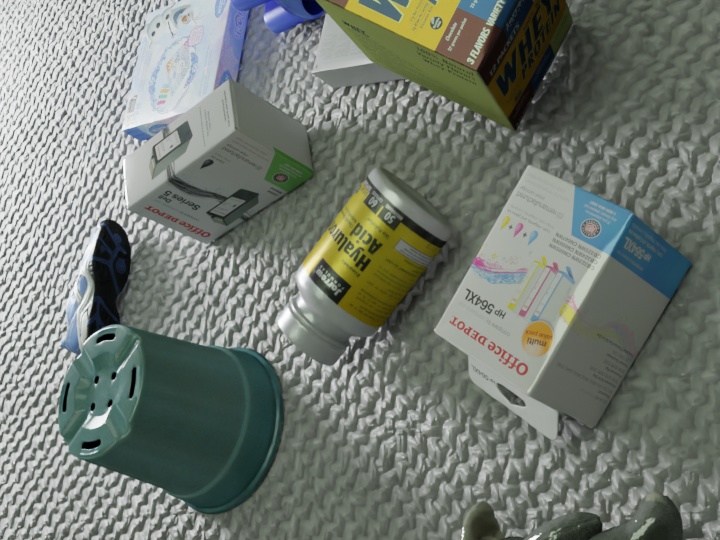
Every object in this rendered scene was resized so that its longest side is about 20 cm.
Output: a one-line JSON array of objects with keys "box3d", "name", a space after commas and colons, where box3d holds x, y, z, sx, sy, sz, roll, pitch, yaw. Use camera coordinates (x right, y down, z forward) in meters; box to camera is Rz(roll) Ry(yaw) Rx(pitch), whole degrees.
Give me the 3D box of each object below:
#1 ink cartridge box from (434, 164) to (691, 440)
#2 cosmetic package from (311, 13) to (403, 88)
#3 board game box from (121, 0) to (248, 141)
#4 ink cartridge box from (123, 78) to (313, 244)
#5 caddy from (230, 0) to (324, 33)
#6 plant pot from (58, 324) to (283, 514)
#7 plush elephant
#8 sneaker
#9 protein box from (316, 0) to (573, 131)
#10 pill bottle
[{"box3d": [0.175, 0.036, 0.937, 0.128, 0.125, 0.202, 32, 93, 44], "name": "ink cartridge box"}, {"box3d": [0.035, -0.273, 1.246, 0.198, 0.050, 0.084, 2, 71, 41], "name": "cosmetic package"}, {"box3d": [-0.254, -0.304, 1.521, 0.197, 0.043, 0.204, -7, 67, 40], "name": "board game box"}, {"box3d": [-0.180, -0.130, 1.309, 0.198, 0.145, 0.085, -30, 56, 29], "name": "ink cartridge box"}, {"box3d": [-0.101, -0.415, 1.366, 0.104, 0.140, 0.203, -18, 62, 38], "name": "caddy"}, {"box3d": [-0.223, 0.160, 1.187, 0.198, 0.195, 0.204, -18, 60, 34], "name": "plant pot"}, {"box3d": [0.161, 0.263, 0.851, 0.197, 0.167, 0.155, -19, 13, -2], "name": "plush elephant"}, {"box3d": [-0.379, 0.023, 1.466, 0.076, 0.075, 0.203, -5, 67, 35], "name": "sneaker"}, {"box3d": [0.088, -0.266, 1.051, 0.197, 0.200, 0.136, 29, 92, 20], "name": "protein box"}, {"box3d": [0.000, 0.000, 1.118, 0.201, 0.111, 0.111, -53, 47, 11], "name": "pill bottle"}]
